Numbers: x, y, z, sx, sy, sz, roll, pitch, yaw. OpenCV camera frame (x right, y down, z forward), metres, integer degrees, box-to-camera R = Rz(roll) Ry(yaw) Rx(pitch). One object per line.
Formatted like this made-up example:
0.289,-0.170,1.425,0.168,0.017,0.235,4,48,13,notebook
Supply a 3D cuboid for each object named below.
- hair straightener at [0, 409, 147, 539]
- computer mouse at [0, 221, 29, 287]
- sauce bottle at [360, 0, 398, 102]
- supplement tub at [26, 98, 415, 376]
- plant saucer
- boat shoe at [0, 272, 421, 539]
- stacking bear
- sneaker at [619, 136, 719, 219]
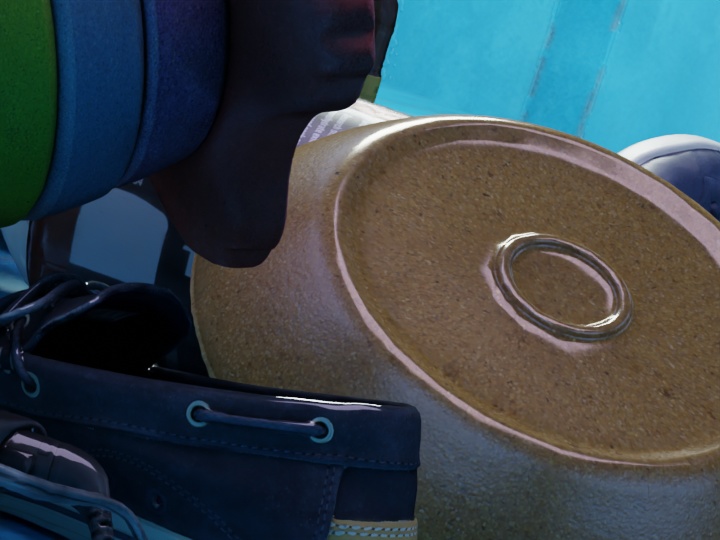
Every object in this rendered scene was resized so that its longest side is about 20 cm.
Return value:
-0.139,0.033,0.645,0.199,0.041,0.077,22,7,-2,hair straightener
-0.091,-0.080,1.059,0.044,0.201,0.110,17,-33,12,computer mouse
-0.023,-0.073,1.084,0.064,0.201,0.065,19,4,-1,sauce bottle
0.000,0.000,0.953,0.199,0.108,0.107,19,7,14,supplement tub
0.051,0.016,0.835,0.199,0.036,0.201,15,39,-12,plant saucer
-0.070,0.029,0.721,0.199,0.063,0.075,20,8,25,boat shoe
-0.116,-0.055,0.710,0.199,0.122,0.114,-11,64,-27,stacking bear
0.104,0.011,1.108,0.084,0.075,0.200,28,37,31,sneaker
